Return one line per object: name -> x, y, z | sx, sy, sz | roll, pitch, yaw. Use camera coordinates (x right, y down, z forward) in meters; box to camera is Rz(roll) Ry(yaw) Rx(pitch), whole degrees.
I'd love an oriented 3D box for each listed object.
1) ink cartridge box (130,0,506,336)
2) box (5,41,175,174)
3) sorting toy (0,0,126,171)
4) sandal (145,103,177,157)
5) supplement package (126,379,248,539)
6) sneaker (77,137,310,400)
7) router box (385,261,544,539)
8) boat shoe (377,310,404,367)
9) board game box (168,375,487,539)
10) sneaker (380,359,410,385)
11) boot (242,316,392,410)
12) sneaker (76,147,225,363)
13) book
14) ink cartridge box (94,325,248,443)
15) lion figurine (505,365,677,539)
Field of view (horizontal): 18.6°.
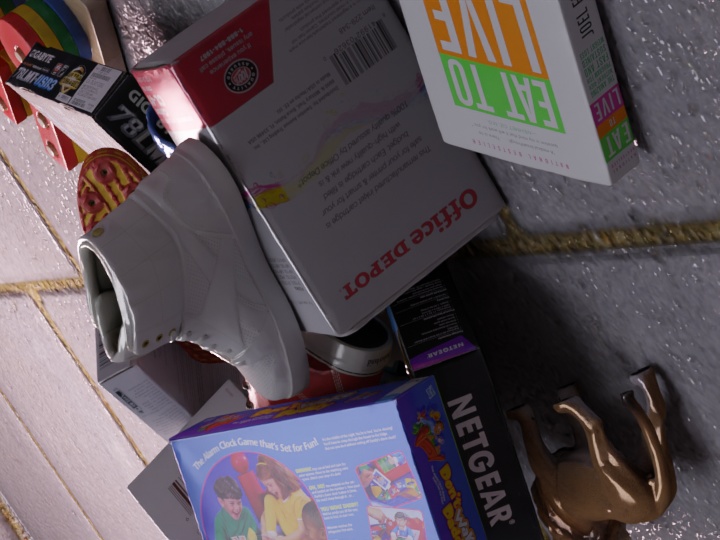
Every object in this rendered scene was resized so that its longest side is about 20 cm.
ink cartridge box -> -0.026, -0.081, 1.365 | 0.201, 0.147, 0.085 | 60, 159, -17
box -> -0.160, -0.087, 1.696 | 0.200, 0.050, 0.198 | 43, 172, -28
sorting toy -> -0.280, -0.192, 1.860 | 0.200, 0.069, 0.200 | 40, 156, 32
sandal -> -0.068, -0.069, 1.442 | 0.200, 0.080, 0.087 | 50, 149, -16
supplement package -> -0.057, 0.198, 1.650 | 0.200, 0.117, 0.117 | 45, 177, -42
sneaker -> -0.108, 0.028, 1.348 | 0.073, 0.115, 0.201 | 28, 150, 45
router box -> 0.064, 0.082, 1.489 | 0.150, 0.051, 0.201 | -110, -1, -51
boat shoe -> 0.000, 0.000, 1.571 | 0.200, 0.071, 0.060 | 61, -157, -52
board game box -> -0.020, 0.151, 1.417 | 0.199, 0.045, 0.136 | -12, 99, 39
sneaker -> 0.022, 0.112, 1.593 | 0.077, 0.087, 0.200 | -4, 140, 36
boot -> -0.075, 0.058, 1.497 | 0.200, 0.072, 0.145 | 38, 124, 30
sneaker -> -0.149, -0.015, 1.633 | 0.201, 0.072, 0.077 | 58, -165, -33
book -> 0.076, -0.149, 1.189 | 0.133, 0.048, 0.201 | 23, 143, 47
ink cartridge box -> -0.137, 0.057, 1.719 | 0.200, 0.040, 0.201 | 46, -155, -41
lion figurine -> 0.158, 0.134, 1.414 | 0.200, 0.072, 0.123 | 155, 92, -77
